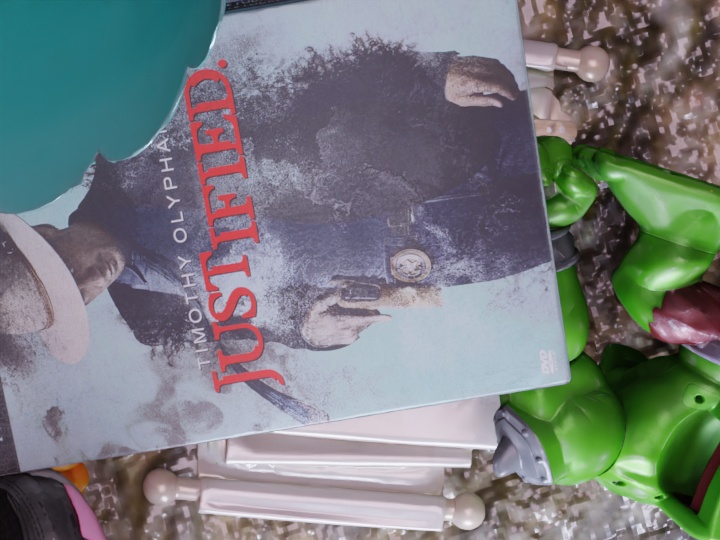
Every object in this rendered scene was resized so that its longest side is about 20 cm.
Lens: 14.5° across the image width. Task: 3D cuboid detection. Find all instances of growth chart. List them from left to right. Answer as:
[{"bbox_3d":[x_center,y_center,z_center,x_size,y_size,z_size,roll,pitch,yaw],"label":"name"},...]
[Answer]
[{"bbox_3d":[0.000,0.000,1.033,0.144,0.018,0.201,13,90,-4],"label":"growth chart"}]

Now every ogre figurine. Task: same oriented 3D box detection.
[{"bbox_3d":[0.117,0.028,0.998,0.200,0.098,0.120,11,98,-48],"label":"ogre figurine"}]

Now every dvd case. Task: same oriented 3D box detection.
[{"bbox_3d":[-0.039,-0.016,0.923,0.199,0.022,0.147,-8,108,1],"label":"dvd case"}]

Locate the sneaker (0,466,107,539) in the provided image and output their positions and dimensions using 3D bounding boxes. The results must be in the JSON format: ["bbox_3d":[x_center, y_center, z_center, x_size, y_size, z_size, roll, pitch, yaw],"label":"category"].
[{"bbox_3d":[-0.139,0.160,0.930,0.095,0.079,0.201,14,82,-28],"label":"sneaker"}]

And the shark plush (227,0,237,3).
[{"bbox_3d":[-0.068,-0.123,0.996,0.199,0.091,0.084,20,106,-6],"label":"shark plush"}]

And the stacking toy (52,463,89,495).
[{"bbox_3d":[-0.108,0.022,0.993,0.116,0.110,0.201,3,103,-4],"label":"stacking toy"}]

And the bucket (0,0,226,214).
[{"bbox_3d":[-0.130,-0.129,0.818,0.206,0.135,0.208,4,131,4],"label":"bucket"}]
